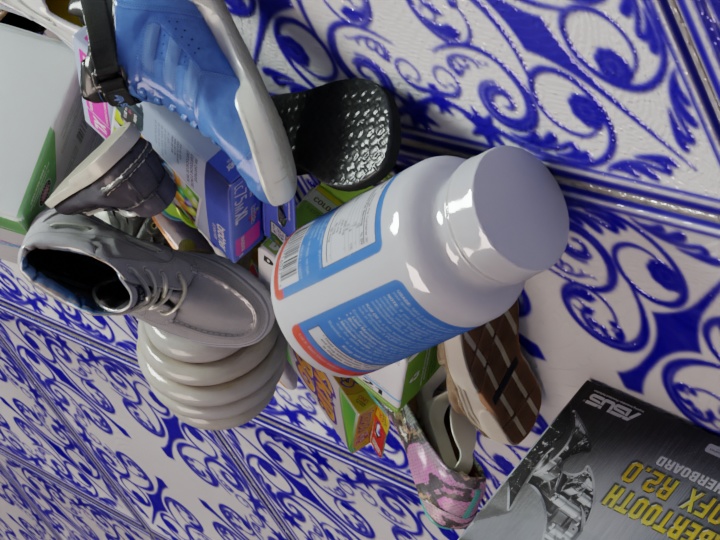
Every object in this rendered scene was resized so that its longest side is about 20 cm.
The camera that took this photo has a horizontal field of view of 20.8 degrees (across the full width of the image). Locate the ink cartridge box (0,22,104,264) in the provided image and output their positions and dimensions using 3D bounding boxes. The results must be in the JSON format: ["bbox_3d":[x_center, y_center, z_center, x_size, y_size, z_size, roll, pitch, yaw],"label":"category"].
[{"bbox_3d":[-0.264,-0.092,1.581,0.087,0.147,0.200,17,168,8],"label":"ink cartridge box"}]

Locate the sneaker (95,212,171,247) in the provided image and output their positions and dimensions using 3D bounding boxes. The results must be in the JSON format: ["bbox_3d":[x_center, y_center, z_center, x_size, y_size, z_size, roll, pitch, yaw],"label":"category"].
[{"bbox_3d":[-0.235,-0.052,1.806,0.199,0.072,0.072,31,-169,14],"label":"sneaker"}]

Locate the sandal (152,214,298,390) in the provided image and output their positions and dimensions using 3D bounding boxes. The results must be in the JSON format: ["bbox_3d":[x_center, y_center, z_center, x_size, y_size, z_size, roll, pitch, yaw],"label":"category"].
[{"bbox_3d":[-0.131,0.029,1.729,0.207,0.059,0.079,51,-169,-12],"label":"sandal"}]

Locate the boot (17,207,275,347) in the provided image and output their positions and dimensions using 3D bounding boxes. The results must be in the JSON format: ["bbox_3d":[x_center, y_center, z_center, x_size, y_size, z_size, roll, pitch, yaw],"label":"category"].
[{"bbox_3d":[-0.161,0.017,1.462,0.198,0.074,0.096,20,-163,-4],"label":"boot"}]

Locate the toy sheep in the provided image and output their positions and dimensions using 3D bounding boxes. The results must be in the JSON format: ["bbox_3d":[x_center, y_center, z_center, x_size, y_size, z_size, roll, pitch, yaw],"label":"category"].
[{"bbox_3d":[-0.119,0.059,1.598,0.137,0.138,0.201,28,150,33],"label":"toy sheep"}]

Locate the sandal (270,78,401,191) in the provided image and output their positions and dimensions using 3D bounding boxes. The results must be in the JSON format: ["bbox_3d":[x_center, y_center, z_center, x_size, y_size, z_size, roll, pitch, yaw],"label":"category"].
[{"bbox_3d":[-0.016,-0.090,1.344,0.048,0.076,0.200,21,176,-29],"label":"sandal"}]

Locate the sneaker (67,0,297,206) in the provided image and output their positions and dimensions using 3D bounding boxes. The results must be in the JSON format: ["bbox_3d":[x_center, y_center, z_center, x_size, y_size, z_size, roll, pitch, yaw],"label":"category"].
[{"bbox_3d":[-0.125,-0.119,1.317,0.201,0.110,0.077,65,-174,3],"label":"sneaker"}]

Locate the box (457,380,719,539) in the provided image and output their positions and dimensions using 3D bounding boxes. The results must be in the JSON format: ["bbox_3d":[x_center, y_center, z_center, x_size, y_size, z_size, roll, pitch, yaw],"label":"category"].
[{"bbox_3d":[0.189,0.176,1.334,0.199,0.158,0.049,24,152,42],"label":"box"}]

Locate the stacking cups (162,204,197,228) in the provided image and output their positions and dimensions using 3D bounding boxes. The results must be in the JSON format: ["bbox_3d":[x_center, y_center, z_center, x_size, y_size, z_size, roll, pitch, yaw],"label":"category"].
[{"bbox_3d":[-0.153,-0.070,1.635,0.061,0.061,0.199,54,161,-26],"label":"stacking cups"}]

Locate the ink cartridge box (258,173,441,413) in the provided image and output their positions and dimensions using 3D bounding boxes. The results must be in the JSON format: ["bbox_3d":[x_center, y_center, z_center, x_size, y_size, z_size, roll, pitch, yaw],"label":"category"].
[{"bbox_3d":[0.000,0.000,1.452,0.147,0.076,0.200,38,159,14],"label":"ink cartridge box"}]

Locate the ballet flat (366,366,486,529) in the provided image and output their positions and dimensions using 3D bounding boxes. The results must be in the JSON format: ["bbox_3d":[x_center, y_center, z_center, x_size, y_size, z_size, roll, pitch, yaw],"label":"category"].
[{"bbox_3d":[0.055,0.111,1.544,0.069,0.071,0.201,14,-144,-35],"label":"ballet flat"}]

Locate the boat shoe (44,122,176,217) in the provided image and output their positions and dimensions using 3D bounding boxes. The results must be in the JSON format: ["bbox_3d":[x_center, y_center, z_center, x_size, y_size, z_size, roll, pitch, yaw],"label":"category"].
[{"bbox_3d":[-0.175,-0.056,1.400,0.063,0.073,0.200,45,166,-9],"label":"boat shoe"}]

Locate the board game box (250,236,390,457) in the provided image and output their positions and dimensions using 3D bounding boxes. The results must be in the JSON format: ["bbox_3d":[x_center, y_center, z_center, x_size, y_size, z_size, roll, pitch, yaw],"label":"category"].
[{"bbox_3d":[-0.040,0.067,1.648,0.200,0.030,0.096,52,162,18],"label":"board game box"}]

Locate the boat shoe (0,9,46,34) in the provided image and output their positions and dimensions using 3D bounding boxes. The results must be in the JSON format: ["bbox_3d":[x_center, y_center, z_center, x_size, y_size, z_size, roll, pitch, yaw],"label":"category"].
[{"bbox_3d":[-0.294,-0.208,1.593,0.072,0.072,0.200,41,159,1],"label":"boat shoe"}]

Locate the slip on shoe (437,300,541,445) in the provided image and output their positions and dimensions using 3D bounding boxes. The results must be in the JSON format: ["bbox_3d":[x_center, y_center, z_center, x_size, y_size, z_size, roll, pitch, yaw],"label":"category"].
[{"bbox_3d":[0.081,0.056,1.424,0.060,0.076,0.200,22,158,29],"label":"slip on shoe"}]

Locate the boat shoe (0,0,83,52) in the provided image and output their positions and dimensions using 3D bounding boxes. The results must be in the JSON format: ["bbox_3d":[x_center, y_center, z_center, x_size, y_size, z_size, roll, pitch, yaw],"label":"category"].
[{"bbox_3d":[-0.229,-0.215,1.458,0.201,0.075,0.086,39,159,1],"label":"boat shoe"}]

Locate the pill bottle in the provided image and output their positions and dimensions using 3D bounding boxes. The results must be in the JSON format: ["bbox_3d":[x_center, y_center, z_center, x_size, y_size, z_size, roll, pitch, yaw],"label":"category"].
[{"bbox_3d":[0.040,-0.008,1.276,0.112,0.112,0.199,49,140,-15],"label":"pill bottle"}]

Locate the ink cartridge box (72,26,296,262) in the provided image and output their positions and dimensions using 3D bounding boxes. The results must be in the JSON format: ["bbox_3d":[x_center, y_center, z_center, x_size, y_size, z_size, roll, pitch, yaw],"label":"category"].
[{"bbox_3d":[-0.125,-0.085,1.409,0.200,0.042,0.120,41,159,16],"label":"ink cartridge box"}]
